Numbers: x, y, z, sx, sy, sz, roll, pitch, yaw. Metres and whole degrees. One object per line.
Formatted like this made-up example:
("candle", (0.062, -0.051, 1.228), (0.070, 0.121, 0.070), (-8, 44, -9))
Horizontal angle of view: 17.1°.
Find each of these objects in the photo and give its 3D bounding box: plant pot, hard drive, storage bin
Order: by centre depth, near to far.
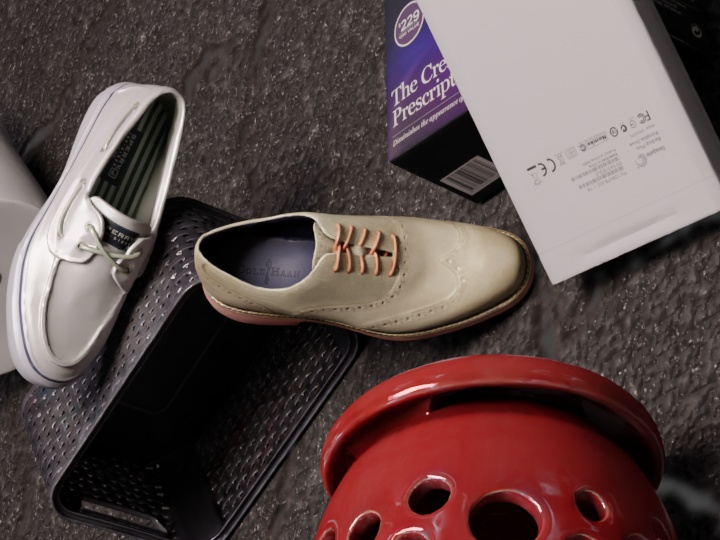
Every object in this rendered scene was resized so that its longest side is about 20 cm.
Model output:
("plant pot", (0.065, 0.152, 1.183), (0.200, 0.200, 0.183), (-36, 43, 39))
("hard drive", (0.112, -0.105, 1.302), (0.132, 0.027, 0.201), (-26, 91, 43))
("storage bin", (-0.112, 0.069, 1.534), (0.200, 0.135, 0.094), (-55, 36, 20))

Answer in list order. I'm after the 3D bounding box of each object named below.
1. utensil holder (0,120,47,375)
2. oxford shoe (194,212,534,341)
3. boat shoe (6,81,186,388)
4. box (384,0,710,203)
("utensil holder", (-0.323, -0.031, 1.865), (0.170, 0.170, 0.200), (-60, 36, 13))
("oxford shoe", (0.000, 0.000, 1.387), (0.199, 0.074, 0.071), (-4, 74, 8))
("boat shoe", (-0.161, -0.026, 1.462), (0.067, 0.073, 0.201), (-6, 67, 56))
("box", (0.104, -0.151, 1.404), (0.200, 0.079, 0.142), (-33, 45, 42))
